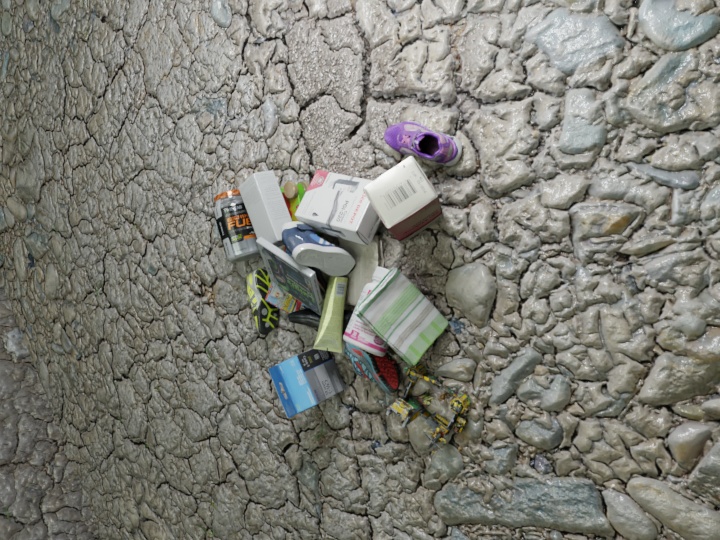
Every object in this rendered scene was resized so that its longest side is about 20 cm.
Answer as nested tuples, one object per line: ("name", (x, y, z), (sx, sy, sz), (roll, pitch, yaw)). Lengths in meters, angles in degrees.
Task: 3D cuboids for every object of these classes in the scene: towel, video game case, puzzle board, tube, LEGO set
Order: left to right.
("video game case", (-0.184, 0.018, 1.351), (0.200, 0.023, 0.182), (31, 152, 26))
("puzzle board", (-0.183, 0.041, 1.462), (0.150, 0.017, 0.200), (28, 113, 7))
("tube", (-0.074, 0.114, 1.345), (0.058, 0.052, 0.201), (7, 89, 41))
("towel", (0.000, 0.000, 1.351), (0.132, 0.034, 0.201), (8, 103, 34))
("towel", (0.102, 0.110, 1.197), (0.200, 0.031, 0.149), (44, 81, -12))
("LEGO set", (0.158, 0.335, 1.245), (0.200, 0.116, 0.154), (40, 117, 23))

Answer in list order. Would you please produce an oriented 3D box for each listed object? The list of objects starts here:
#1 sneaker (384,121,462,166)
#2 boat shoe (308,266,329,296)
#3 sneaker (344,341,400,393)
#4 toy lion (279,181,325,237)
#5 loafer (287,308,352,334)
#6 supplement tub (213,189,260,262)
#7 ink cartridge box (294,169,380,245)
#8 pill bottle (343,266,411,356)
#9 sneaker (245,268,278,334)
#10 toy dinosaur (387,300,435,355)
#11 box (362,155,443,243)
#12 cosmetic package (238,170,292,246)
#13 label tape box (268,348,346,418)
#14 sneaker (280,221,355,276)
("sneaker", (0.133, -0.300, 1.180), (0.200, 0.088, 0.081), (25, 112, 30))
("boat shoe", (-0.110, 0.005, 1.385), (0.200, 0.063, 0.071), (55, 165, -16))
("sneaker", (0.029, 0.252, 1.358), (0.200, 0.079, 0.096), (50, 135, 25))
("toy lion", (-0.206, -0.155, 1.455), (0.191, 0.069, 0.200), (-28, 82, 41))
("loafer", (-0.115, 0.149, 1.421), (0.199, 0.073, 0.073), (3, 105, 27))
("supplement tub", (-0.365, -0.133, 1.523), (0.122, 0.122, 0.201), (-20, 87, 35))
("ink cartridge box", (-0.046, -0.162, 1.292), (0.200, 0.085, 0.146), (17, 76, 29))
("pill bottle", (0.045, 0.100, 1.256), (0.113, 0.113, 0.200), (20, 84, 30))
("sneaker", (-0.305, 0.098, 1.558), (0.076, 0.075, 0.201), (-13, 80, 42))
("toy dinosaur", (0.123, 0.156, 1.267), (0.102, 0.077, 0.200), (29, 118, 13))
("box", (0.102, -0.151, 1.139), (0.128, 0.200, 0.109), (-33, 78, 8))
("cosmetic package", (-0.259, -0.166, 1.417), (0.102, 0.074, 0.201), (-23, 88, 49))
("label tape box", (-0.143, 0.298, 1.393), (0.066, 0.200, 0.144), (-29, 81, 31))
("sneaker", (-0.114, -0.069, 1.308), (0.081, 0.200, 0.147), (-52, 47, 23))
